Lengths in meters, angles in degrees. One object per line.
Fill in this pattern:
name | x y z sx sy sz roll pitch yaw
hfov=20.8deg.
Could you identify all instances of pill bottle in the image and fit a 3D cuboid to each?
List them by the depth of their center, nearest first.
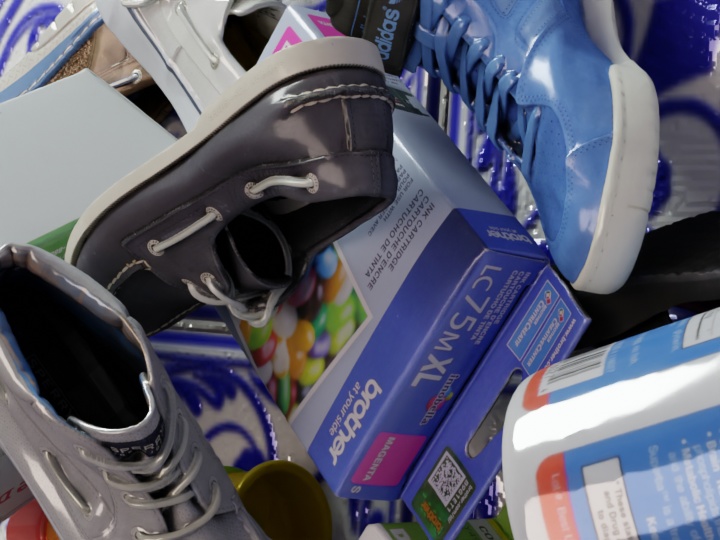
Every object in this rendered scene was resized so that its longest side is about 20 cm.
pill bottle | 0.154 0.057 0.608 0.199 0.112 0.113 -20 72 23

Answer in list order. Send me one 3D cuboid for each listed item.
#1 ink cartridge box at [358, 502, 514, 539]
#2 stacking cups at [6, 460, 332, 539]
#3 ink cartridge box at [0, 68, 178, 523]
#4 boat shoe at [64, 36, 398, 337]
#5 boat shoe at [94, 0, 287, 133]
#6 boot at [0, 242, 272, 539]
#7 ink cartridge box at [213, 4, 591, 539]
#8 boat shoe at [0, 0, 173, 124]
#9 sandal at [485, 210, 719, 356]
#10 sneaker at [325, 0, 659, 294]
ink cartridge box | 0.065 0.143 0.739 0.148 0.075 0.201 50 122 36
stacking cups | -0.096 0.126 0.927 0.199 0.060 0.061 -12 78 50
ink cartridge box | -0.169 0.026 0.903 0.087 0.145 0.201 37 129 18
boat shoe | -0.052 -0.011 0.739 0.200 0.072 0.063 -40 61 45
boat shoe | -0.055 -0.110 0.886 0.086 0.074 0.203 -47 59 32
boot | -0.085 0.080 0.739 0.200 0.073 0.096 47 160 11
ink cartridge box | 0.000 0.000 0.763 0.200 0.042 0.120 52 122 39
boat shoe | -0.155 -0.060 0.986 0.200 0.072 0.073 -47 57 33
sandal | 0.117 0.013 0.714 0.200 0.075 0.048 -17 103 49
sneaker | 0.041 -0.076 0.714 0.077 0.110 0.201 108 164 -49
